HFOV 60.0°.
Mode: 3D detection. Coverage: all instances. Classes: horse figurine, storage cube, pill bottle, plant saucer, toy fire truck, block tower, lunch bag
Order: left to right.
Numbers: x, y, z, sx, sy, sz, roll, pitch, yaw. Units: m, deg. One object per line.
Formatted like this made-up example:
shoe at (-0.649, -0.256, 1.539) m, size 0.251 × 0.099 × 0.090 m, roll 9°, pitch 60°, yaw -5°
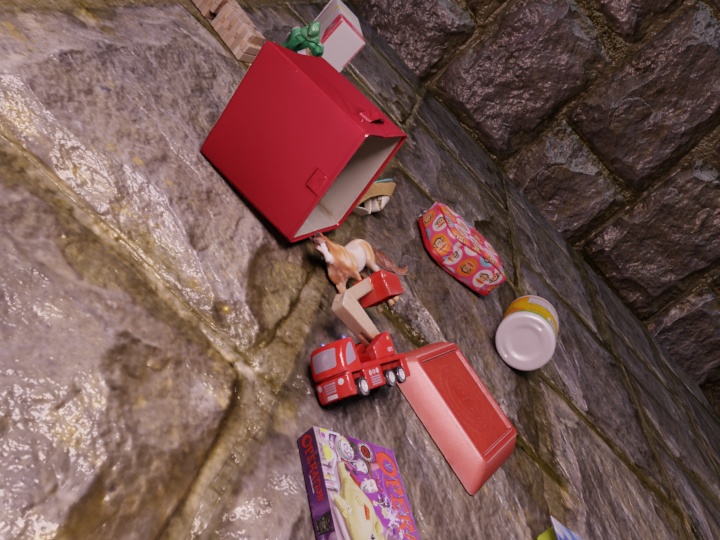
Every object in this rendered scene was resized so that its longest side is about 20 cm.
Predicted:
block tower at (-0.260, -0.488, 1.181) m, size 0.201 × 0.054 × 0.058 m, roll 52°, pitch 22°, yaw 6°
storage cube at (-0.075, -0.171, 0.849) m, size 0.180 × 0.201 × 0.171 m, roll 44°, pitch 23°, yaw 8°
horse figurine at (0.000, 0.000, 0.895) m, size 0.134 × 0.050 × 0.199 m, roll 57°, pitch 27°, yaw 5°
toy fire truck at (0.002, 0.073, 0.737) m, size 0.199 × 0.048 × 0.143 m, roll 1°, pitch 68°, yaw -60°
plant saucer at (0.140, 0.186, 0.872) m, size 0.201 × 0.037 × 0.199 m, roll 56°, pitch 23°, yaw 16°
lunch bag at (0.212, -0.056, 1.317) m, size 0.199 × 0.082 × 0.177 m, roll 35°, pitch 26°, yaw -28°
pill bottle at (0.335, 0.114, 1.236) m, size 0.111 × 0.111 × 0.200 m, roll 50°, pitch 23°, yaw 5°

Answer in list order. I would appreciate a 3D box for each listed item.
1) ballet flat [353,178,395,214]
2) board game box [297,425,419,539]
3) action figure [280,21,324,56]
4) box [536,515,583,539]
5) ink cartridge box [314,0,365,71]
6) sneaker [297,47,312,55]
ballet flat at (0.011, -0.132, 1.124) m, size 0.199 × 0.068 × 0.064 m, roll -12°, pitch 90°, yaw -61°
board game box at (0.011, 0.245, 0.562) m, size 0.119 × 0.032 × 0.202 m, roll 33°, pitch 27°, yaw -42°
action figure at (-0.115, -0.403, 1.157) m, size 0.117 × 0.199 × 0.055 m, roll 28°, pitch 73°, yaw -19°
box at (0.300, 0.412, 0.790) m, size 0.199 × 0.048 × 0.123 m, roll 38°, pitch 24°, yaw -23°
ink cartridge box at (-0.071, -0.551, 1.499) m, size 0.083 × 0.145 × 0.201 m, roll 35°, pitch 26°, yaw -28°
sneaker at (-0.111, -0.291, 1.140) m, size 0.070 × 0.107 × 0.202 m, roll -95°, pitch 168°, yaw -59°
